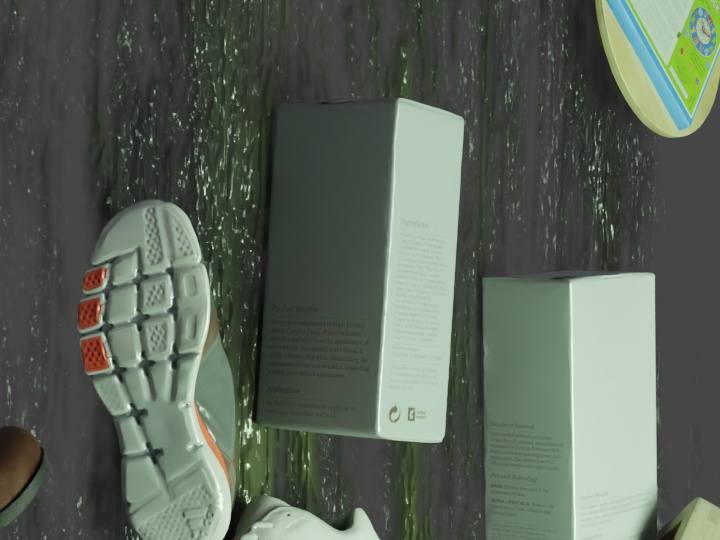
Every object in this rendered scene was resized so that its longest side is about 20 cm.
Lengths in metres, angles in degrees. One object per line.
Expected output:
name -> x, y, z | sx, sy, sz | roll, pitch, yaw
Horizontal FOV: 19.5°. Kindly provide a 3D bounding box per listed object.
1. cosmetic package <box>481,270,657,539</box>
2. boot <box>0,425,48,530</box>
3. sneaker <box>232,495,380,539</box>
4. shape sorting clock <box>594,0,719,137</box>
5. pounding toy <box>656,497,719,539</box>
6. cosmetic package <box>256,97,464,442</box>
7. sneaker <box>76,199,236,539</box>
cosmetic package -> 0.147, 0.100, 1.466 | 0.113, 0.081, 0.200 | -1, 90, -51
boot -> -0.251, 0.049, 1.016 | 0.188, 0.068, 0.200 | -26, 103, -39
sneaker -> -0.065, 0.183, 1.230 | 0.200, 0.078, 0.100 | -3, 65, -41
shape sorting clock -> 0.224, -0.200, 1.585 | 0.200, 0.039, 0.200 | 6, 82, -52
pounding toy -> 0.242, 0.282, 1.456 | 0.142, 0.200, 0.184 | 30, 59, 0
cosmetic package -> 0.000, 0.000, 1.271 | 0.074, 0.102, 0.200 | 10, 84, -51
sneaker -> -0.108, 0.058, 1.183 | 0.082, 0.077, 0.200 | -32, 118, -75
